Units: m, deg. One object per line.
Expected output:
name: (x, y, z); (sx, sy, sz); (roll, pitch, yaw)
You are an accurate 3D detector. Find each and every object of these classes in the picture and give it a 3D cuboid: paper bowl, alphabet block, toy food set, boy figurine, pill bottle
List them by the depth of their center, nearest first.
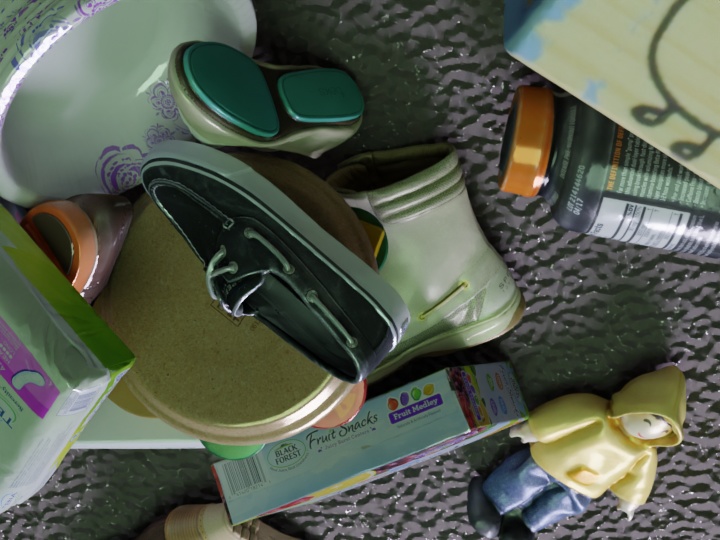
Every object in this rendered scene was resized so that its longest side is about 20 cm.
alphabet block: (0.214, -0.186, 0.985); (0.199, 0.197, 0.196); (29, 125, -14)
paper bowl: (-0.172, -0.142, 1.076); (0.200, 0.104, 0.201); (-31, 153, -18)
pill bottle: (0.192, -0.069, 1.124); (0.199, 0.107, 0.107); (11, 126, -2)
toy food set: (-0.078, 0.023, 1.140); (0.197, 0.049, 0.201); (22, 92, 10)
boy figurine: (0.177, 0.145, 1.304); (0.124, 0.065, 0.200); (41, 123, -18)

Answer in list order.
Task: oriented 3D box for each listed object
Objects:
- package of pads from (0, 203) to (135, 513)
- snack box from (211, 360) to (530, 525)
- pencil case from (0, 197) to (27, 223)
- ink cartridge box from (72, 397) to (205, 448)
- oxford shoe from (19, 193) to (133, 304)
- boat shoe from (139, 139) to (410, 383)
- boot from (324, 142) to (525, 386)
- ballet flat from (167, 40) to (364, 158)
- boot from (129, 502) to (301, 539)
package of pads: (-0.251, 0.038, 1.077); (0.200, 0.068, 0.155); (48, 129, 11)
snack box: (0.010, 0.125, 1.261); (0.199, 0.142, 0.053); (-23, 82, 21)
pencil case: (-0.275, -0.060, 1.154); (0.090, 0.083, 0.201); (-25, 125, -19)
ink cartridge box: (-0.171, 0.090, 1.267); (0.198, 0.176, 0.084); (-1, 83, 6)
oxford shoe: (-0.207, 0.026, 1.134); (0.071, 0.073, 0.200); (50, 128, 11)
boat shoe: (-0.066, -0.003, 1.069); (0.200, 0.068, 0.072); (38, 144, 3)
boot: (0.000, 0.000, 1.214); (0.199, 0.072, 0.155); (-19, 122, 12)
ballet flat: (-0.071, -0.101, 1.095); (0.069, 0.070, 0.200); (-37, 159, 27)
boot: (-0.110, 0.269, 1.433); (0.166, 0.073, 0.200); (-25, 121, 35)
